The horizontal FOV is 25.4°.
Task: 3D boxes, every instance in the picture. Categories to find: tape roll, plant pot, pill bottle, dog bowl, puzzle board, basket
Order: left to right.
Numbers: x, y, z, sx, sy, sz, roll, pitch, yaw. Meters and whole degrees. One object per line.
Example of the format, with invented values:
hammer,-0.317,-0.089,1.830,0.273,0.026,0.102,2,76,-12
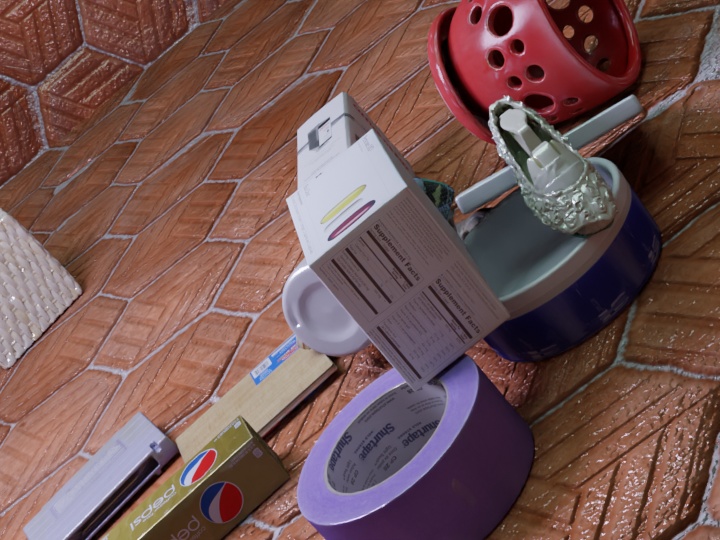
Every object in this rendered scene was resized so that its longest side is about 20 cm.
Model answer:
basket,-0.591,0.021,2.577,0.198,0.200,0.161,-47,25,-15
puzzle board,-0.117,0.153,1.783,0.200,0.017,0.151,-42,20,-2
pill bottle,0.000,0.000,1.715,0.111,0.112,0.200,-28,13,30
tape roll,0.046,0.170,1.386,0.200,0.085,0.200,-35,22,16
plant pot,0.188,-0.255,1.800,0.182,0.200,0.201,-28,25,37
dog bowl,0.181,-0.011,1.508,0.200,0.079,0.200,-34,23,17

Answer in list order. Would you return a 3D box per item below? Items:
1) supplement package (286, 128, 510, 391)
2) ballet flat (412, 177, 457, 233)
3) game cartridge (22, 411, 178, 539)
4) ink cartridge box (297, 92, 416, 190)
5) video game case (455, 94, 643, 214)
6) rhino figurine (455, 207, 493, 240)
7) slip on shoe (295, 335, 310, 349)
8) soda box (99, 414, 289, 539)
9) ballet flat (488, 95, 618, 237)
supplement package,0.029,-0.015,1.443,0.111,0.156,0.200,-38,20,5
ballet flat,0.068,0.004,1.598,0.074,0.201,0.074,1,26,-1
game cartridge,-0.306,0.259,1.877,0.200,0.038,0.130,-45,18,-9
ink cartridge box,-0.001,-0.106,1.899,0.083,0.147,0.200,-37,21,14
video game case,0.190,-0.117,1.614,0.199,0.023,0.182,-31,0,8
rhino figurine,0.129,-0.033,1.658,0.199,0.060,0.087,-33,9,17
slip on shoe,-0.032,0.030,1.823,0.061,0.075,0.200,0,25,7
soda box,-0.171,0.245,1.634,0.200,0.064,0.068,-42,22,-1
ballet flat,0.164,-0.100,1.459,0.072,0.072,0.200,-39,37,4
